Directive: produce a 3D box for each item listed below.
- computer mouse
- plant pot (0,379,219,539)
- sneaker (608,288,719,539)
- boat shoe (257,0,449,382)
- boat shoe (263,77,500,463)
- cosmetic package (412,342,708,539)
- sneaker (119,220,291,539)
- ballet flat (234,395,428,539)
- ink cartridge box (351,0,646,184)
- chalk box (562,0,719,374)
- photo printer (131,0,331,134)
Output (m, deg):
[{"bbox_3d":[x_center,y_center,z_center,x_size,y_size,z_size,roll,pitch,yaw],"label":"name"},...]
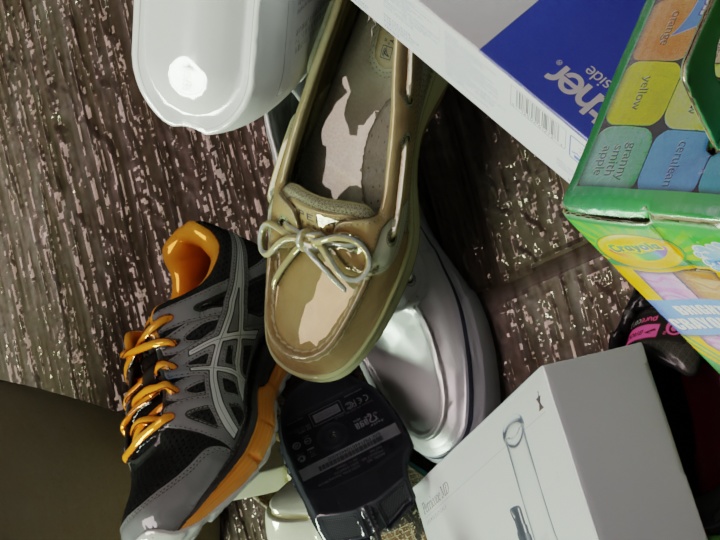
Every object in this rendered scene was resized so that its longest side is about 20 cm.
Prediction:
[{"bbox_3d":[0.012,0.125,1.194,0.058,0.034,0.201,-23,50,0],"label":"computer mouse"},{"bbox_3d":[-0.173,0.132,1.336,0.187,0.199,0.189,3,94,43],"label":"plant pot"},{"bbox_3d":[0.145,0.015,1.103,0.077,0.083,0.201,-19,75,41],"label":"sneaker"},{"bbox_3d":[-0.006,-0.050,1.191,0.073,0.063,0.202,21,93,28],"label":"boat shoe"},{"bbox_3d":[0.000,0.000,1.256,0.073,0.067,0.201,-38,66,38],"label":"boat shoe"},{"bbox_3d":[0.089,0.133,1.128,0.200,0.051,0.152,126,131,-66],"label":"cosmetic package"},{"bbox_3d":[-0.079,0.056,1.235,0.078,0.077,0.200,-41,19,36],"label":"sneaker"},{"bbox_3d":[-0.037,0.100,1.289,0.200,0.075,0.068,32,126,38],"label":"ballet flat"},{"bbox_3d":[0.075,-0.112,1.109,0.200,0.094,0.044,42,159,23],"label":"ink cartridge box"},{"bbox_3d":[0.166,-0.041,0.982,0.123,0.200,0.125,7,63,44],"label":"chalk box"},{"bbox_3d":[-0.045,-0.168,1.188,0.069,0.167,0.201,13,121,13],"label":"photo printer"}]
